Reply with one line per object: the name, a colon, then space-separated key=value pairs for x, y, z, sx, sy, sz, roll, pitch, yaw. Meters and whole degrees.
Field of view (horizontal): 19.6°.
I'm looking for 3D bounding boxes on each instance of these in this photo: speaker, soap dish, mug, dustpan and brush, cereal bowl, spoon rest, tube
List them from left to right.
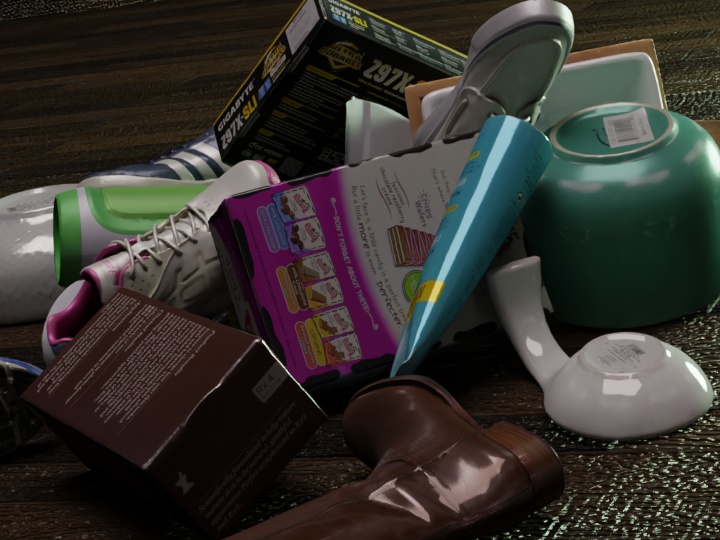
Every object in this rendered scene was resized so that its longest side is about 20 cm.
cereal bowl: x=-0.268 y=-0.022 z=1.791 sx=0.198 sy=0.084 sz=0.200 roll=-9 pitch=15 yaw=2
speaker: x=-0.143 y=-0.027 z=1.660 sx=0.198 sy=0.089 sz=0.088 roll=-2 pitch=12 yaw=-13
dustpan and brush: x=0.048 y=-0.055 z=1.669 sx=0.199 sy=0.141 sz=0.057 roll=8 pitch=-9 yaw=-38
tube: x=0.064 y=-0.007 z=1.342 sx=0.050 sy=0.078 sz=0.201 roll=24 pitch=65 yaw=7
soap dish: x=0.142 y=-0.081 z=1.606 sx=0.198 sy=0.159 sz=0.081 roll=-11 pitch=-2 yaw=-3
spoon rest: x=0.141 y=0.057 z=1.283 sx=0.098 sy=0.061 sz=0.200 roll=-16 pitch=29 yaw=-17
mug: x=0.169 y=-0.051 z=1.454 sx=0.184 sy=0.115 sz=0.152 roll=17 pitch=39 yaw=41

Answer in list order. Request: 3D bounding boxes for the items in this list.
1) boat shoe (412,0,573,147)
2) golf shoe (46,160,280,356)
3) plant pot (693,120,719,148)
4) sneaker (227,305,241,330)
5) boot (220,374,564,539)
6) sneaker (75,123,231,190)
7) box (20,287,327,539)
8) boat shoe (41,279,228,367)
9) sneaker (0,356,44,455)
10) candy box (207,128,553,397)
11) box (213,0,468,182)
boat shoe: x=0.094 y=-0.110 z=1.468 sx=0.071 sy=0.066 sz=0.200 roll=9 pitch=-35 yaw=-27
golf shoe: x=-0.133 y=0.001 z=1.416 sx=0.201 sy=0.091 sz=0.075 roll=-52 pitch=45 yaw=0
plant pot: x=0.250 y=-0.094 z=1.813 sx=0.198 sy=0.028 sz=0.200 roll=-10 pitch=14 yaw=3
sneaker: x=0.000 y=0.000 z=1.459 sx=0.198 sy=0.106 sz=0.076 roll=-13 pitch=5 yaw=-9
boot: x=-0.020 y=0.127 z=1.106 sx=0.199 sy=0.065 sz=0.186 roll=-25 pitch=18 yaw=-31
sneaker: x=-0.143 y=-0.082 z=1.742 sx=0.198 sy=0.085 sz=0.075 roll=-1 pitch=-32 yaw=-18
box: x=-0.115 y=0.081 z=1.236 sx=0.100 sy=0.075 sz=0.200 roll=-48 pitch=25 yaw=-14
boat shoe: x=-0.154 y=0.034 z=1.533 sx=0.067 sy=0.073 sz=0.199 roll=-3 pitch=9 yaw=31
sneaker: x=-0.292 y=0.084 z=1.412 sx=0.198 sy=0.079 sz=0.089 roll=-5 pitch=18 yaw=21
candy box: x=0.013 y=-0.002 z=1.392 sx=0.198 sy=0.138 sz=0.061 roll=-15 pitch=-10 yaw=-20
box: x=0.005 y=-0.124 z=1.687 sx=0.199 sy=0.160 sz=0.050 roll=20 pitch=34 yaw=-30
